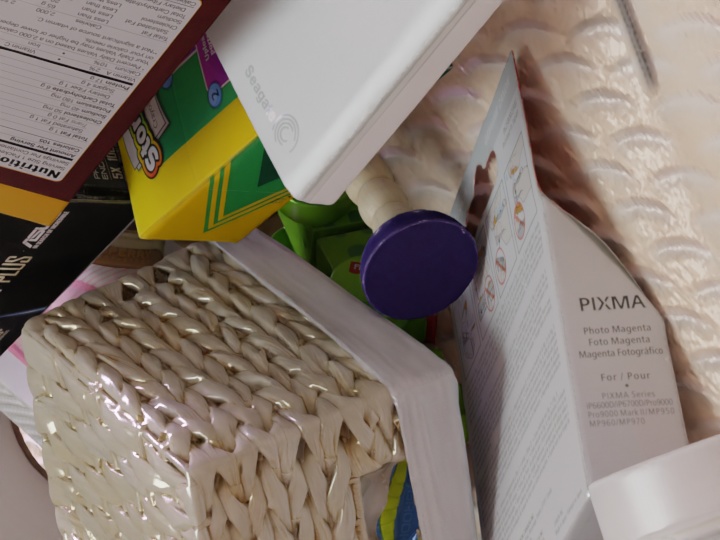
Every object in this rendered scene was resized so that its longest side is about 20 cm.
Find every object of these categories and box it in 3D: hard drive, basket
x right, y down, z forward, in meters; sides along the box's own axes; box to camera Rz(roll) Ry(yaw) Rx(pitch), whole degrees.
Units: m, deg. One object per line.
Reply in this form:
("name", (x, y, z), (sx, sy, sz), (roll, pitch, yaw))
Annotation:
("hard drive", (0.011, -0.140, 1.126), (0.200, 0.026, 0.132), (-49, 54, 33))
("basket", (-0.051, 0.083, 1.284), (0.200, 0.123, 0.136), (34, 137, 55))

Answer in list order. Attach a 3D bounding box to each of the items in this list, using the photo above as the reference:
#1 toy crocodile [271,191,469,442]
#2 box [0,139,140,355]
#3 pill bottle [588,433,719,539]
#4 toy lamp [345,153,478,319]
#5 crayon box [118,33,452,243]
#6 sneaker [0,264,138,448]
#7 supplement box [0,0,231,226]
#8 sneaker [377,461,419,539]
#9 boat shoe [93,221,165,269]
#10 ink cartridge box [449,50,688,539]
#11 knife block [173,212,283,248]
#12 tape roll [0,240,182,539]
("toy crocodile", (0.000, 0.000, 1.361), (0.068, 0.062, 0.200), (94, 156, -44))
("box", (-0.195, -0.075, 1.367), (0.164, 0.086, 0.200), (-41, 58, 41))
("pill bottle", (0.147, 0.152, 0.993), (0.112, 0.112, 0.200), (144, 108, -69))
("toy lamp", (-0.008, -0.055, 1.309), (0.200, 0.058, 0.058), (-117, 21, -50))
("crayon box", (-0.052, -0.137, 1.270), (0.172, 0.058, 0.200), (-37, 60, 49))
("sneaker", (-0.111, 0.058, 1.470), (0.200, 0.105, 0.075), (42, 159, 22))
("supplement box", (-0.144, -0.163, 1.202), (0.200, 0.133, 0.198), (-46, 39, 43))
("sneaker", (0.003, 0.118, 1.429), (0.200, 0.071, 0.083), (104, 150, -46))
("boat shoe", (-0.147, -0.061, 1.509), (0.200, 0.072, 0.072), (-142, 59, -61))
("ink cartridge box", (0.079, 0.037, 1.213), (0.163, 0.057, 0.200), (109, 161, -59))
("knife block", (-0.096, -0.061, 1.554), (0.176, 0.064, 0.200), (111, 138, -60))
("tape roll", (-0.146, 0.080, 1.593), (0.139, 0.202, 0.203), (140, 113, -69))
